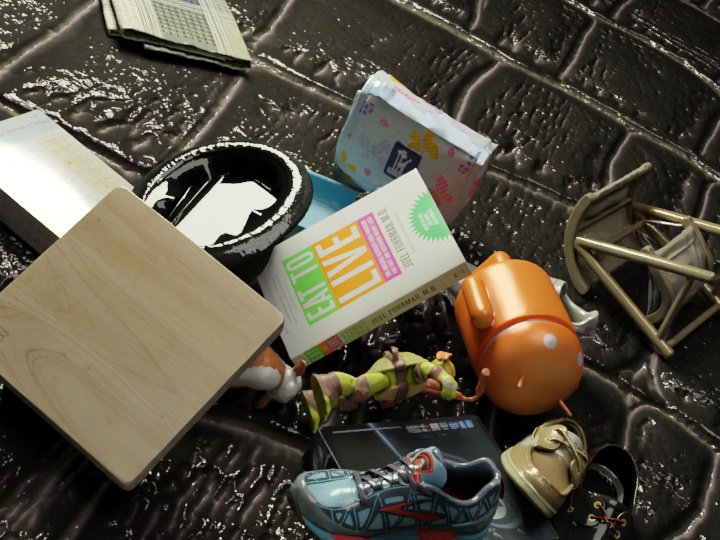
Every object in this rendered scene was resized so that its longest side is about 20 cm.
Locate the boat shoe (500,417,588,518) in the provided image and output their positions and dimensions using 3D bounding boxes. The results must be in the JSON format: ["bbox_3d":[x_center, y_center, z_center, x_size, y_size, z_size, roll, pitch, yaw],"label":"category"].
[{"bbox_3d":[0.183,0.180,1.338,0.074,0.066,0.200,48,11,1],"label":"boat shoe"}]

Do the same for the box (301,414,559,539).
[{"bbox_3d":[0.064,0.212,1.290,0.198,0.044,0.161,1,41,-36],"label":"box"}]

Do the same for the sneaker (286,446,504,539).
[{"bbox_3d":[0.033,0.181,1.177,0.198,0.096,0.080,7,37,-30],"label":"sneaker"}]

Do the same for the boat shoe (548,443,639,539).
[{"bbox_3d":[0.227,0.244,1.355,0.073,0.063,0.202,33,34,-1],"label":"boat shoe"}]

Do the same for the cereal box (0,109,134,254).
[{"bbox_3d":[-0.311,-0.080,1.414,0.199,0.040,0.144,38,33,15],"label":"cereal box"}]

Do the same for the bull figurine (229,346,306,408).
[{"bbox_3d":[-0.144,0.072,1.308,0.198,0.066,0.122,6,37,-33],"label":"bull figurine"}]

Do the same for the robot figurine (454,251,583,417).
[{"bbox_3d":[0.167,0.070,1.458,0.115,0.145,0.201,-10,40,-5],"label":"robot figurine"}]

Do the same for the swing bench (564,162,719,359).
[{"bbox_3d":[0.376,-0.020,1.778,0.199,0.131,0.198,36,33,22],"label":"swing bench"}]

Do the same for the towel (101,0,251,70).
[{"bbox_3d":[-0.250,-0.334,1.830,0.191,0.035,0.201,12,34,-30],"label":"towel"}]

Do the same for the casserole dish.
[{"bbox_3d":[-0.066,-0.069,1.587,0.198,0.039,0.122,21,33,-11],"label":"casserole dish"}]

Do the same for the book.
[{"bbox_3d":[0.000,0.000,1.412,0.048,0.199,0.134,55,7,-51],"label":"book"}]

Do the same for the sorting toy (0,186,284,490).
[{"bbox_3d":[-0.202,0.063,1.200,0.199,0.070,0.199,37,65,14],"label":"sorting toy"}]

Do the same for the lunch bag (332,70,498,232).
[{"bbox_3d":[0.060,-0.131,1.614,0.169,0.200,0.128,32,72,4],"label":"lunch bag"}]

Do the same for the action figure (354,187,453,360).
[{"bbox_3d":[0.043,0.019,1.492,0.118,0.101,0.203,15,65,-55],"label":"action figure"}]

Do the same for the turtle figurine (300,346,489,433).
[{"bbox_3d":[0.030,0.105,1.315,0.159,0.200,0.065,-11,87,-19],"label":"turtle figurine"}]

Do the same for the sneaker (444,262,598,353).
[{"bbox_3d":[0.181,0.029,1.581,0.199,0.100,0.075,31,33,7],"label":"sneaker"}]

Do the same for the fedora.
[{"bbox_3d":[-0.140,-0.043,1.402,0.198,0.092,0.202,-2,43,2],"label":"fedora"}]
